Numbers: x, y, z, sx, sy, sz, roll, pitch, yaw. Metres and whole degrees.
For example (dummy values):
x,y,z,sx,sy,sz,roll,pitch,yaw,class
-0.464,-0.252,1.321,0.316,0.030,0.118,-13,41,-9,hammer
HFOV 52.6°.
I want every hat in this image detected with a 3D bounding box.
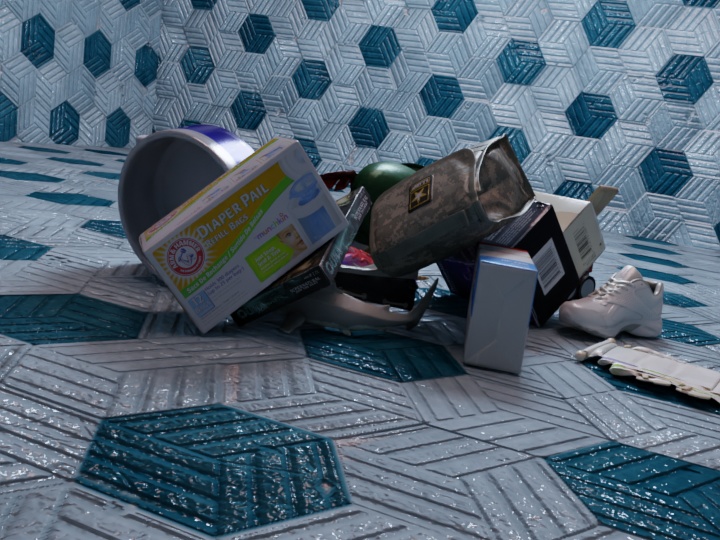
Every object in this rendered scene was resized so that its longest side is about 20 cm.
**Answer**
x,y,z,sx,sy,sz,roll,pitch,yaw,class
0.016,-0.150,1.074,0.163,0.177,0.202,4,52,28,hat

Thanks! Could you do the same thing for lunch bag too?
x,y,z,sx,sy,sz,roll,pitch,yaw,class
0.109,-0.078,0.917,0.162,0.119,0.200,-25,7,32,lunch bag

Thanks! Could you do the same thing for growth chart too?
x,y,z,sx,sy,sz,roll,pitch,yaw,class
0.355,0.119,0.862,0.198,0.018,0.143,18,15,41,growth chart

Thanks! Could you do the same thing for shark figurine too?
x,y,z,sx,sy,sz,roll,pitch,yaw,class
-0.016,0.028,0.861,0.210,0.091,0.128,8,12,6,shark figurine

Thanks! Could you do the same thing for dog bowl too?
x,y,z,sx,sy,sz,roll,pitch,yaw,class
-0.209,-0.081,0.934,0.196,0.204,0.079,12,22,21,dog bowl

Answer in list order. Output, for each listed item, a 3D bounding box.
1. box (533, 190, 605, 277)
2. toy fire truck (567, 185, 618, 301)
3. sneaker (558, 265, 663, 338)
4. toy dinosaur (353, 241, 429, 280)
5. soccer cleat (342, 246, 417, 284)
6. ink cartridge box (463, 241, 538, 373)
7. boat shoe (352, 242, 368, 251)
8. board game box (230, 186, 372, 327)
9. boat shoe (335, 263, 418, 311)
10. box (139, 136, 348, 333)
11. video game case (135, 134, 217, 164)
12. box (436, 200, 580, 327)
x,y,z,sx,sy,sz,roll,pitch,yaw,class
0.271,-0.065,1.138,0.078,0.096,0.199,-42,32,-18,box
0.344,-0.052,1.245,0.173,0.204,0.128,1,12,-35,toy fire truck
0.362,0.041,1.048,0.197,0.102,0.077,1,12,-34,sneaker
0.041,-0.023,1.190,0.106,0.201,0.060,-48,21,-22,toy dinosaur
0.000,0.000,1.048,0.196,0.075,0.068,3,12,-26,soccer cleat
0.165,0.035,0.878,0.066,0.119,0.200,9,11,8,ink cartridge box
-0.078,-0.048,1.244,0.195,0.075,0.068,0,24,6,boat shoe
-0.066,-0.022,0.861,0.134,0.028,0.201,-25,21,26,board game box
-0.020,0.020,0.963,0.196,0.062,0.074,3,5,-12,boat shoe
-0.131,-0.044,0.801,0.199,0.113,0.101,-38,21,-8,box
-0.220,-0.080,1.000,0.196,0.186,0.022,13,24,22,video game case
0.202,-0.027,1.081,0.104,0.149,0.199,-43,32,-19,box
